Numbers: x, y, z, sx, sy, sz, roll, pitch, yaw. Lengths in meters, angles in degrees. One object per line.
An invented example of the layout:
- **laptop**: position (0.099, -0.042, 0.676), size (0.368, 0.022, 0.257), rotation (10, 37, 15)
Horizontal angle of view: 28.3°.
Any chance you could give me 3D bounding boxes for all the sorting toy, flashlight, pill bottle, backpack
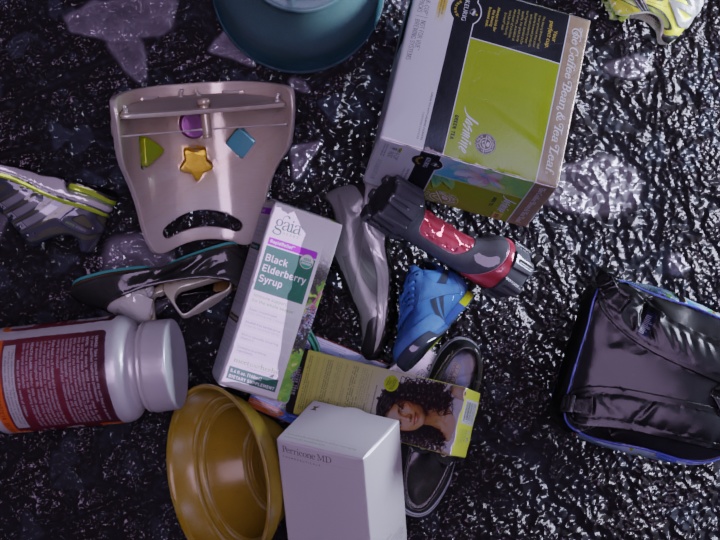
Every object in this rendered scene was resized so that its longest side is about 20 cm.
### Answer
- **sorting toy**: position (-0.177, -0.110, 1.561), size (0.198, 0.107, 0.182), rotation (-6, 106, -17)
- **flashlight**: position (0.099, -0.039, 1.550), size (0.199, 0.068, 0.068), rotation (32, 68, -29)
- **pill bottle**: position (-0.291, 0.109, 1.521), size (0.198, 0.114, 0.116), rotation (-6, 90, 8)
- **backpack**: position (0.321, 0.113, 1.559), size (0.198, 0.147, 0.185), rotation (17, 87, 0)

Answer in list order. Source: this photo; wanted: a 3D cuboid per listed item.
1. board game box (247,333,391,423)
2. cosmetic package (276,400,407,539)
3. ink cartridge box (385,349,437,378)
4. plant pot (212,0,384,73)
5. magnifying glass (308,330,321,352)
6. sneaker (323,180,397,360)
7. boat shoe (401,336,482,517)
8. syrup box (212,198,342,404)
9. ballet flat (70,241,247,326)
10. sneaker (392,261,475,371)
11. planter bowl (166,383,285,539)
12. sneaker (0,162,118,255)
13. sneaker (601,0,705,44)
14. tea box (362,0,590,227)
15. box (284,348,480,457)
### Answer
- **board game box**: position (-0.018, 0.140, 1.601), size (0.198, 0.019, 0.104), rotation (22, 87, -3)
- **cosmetic package**: position (-0.016, 0.248, 1.483), size (0.107, 0.085, 0.202), rotation (8, 119, 28)
- **ink cartridge box**: position (0.023, 0.176, 1.575), size (0.199, 0.039, 0.100), rotation (-38, 93, -5)
- **plant pot**: position (-0.063, -0.324, 1.520), size (0.198, 0.188, 0.202), rotation (0, 89, -4)
- **magnifying glass**: position (-0.088, 0.041, 1.576), size (0.079, 0.022, 0.202), rotation (-6, 90, -4)
- **sneaker**: position (0.000, 0.000, 1.584), size (0.078, 0.074, 0.202), rotation (-6, 83, 6)
- **boat shoe**: position (0.082, 0.168, 1.533), size (0.068, 0.057, 0.202), rotation (17, 87, -4)
- **syrup box**: position (-0.090, 0.031, 1.523), size (0.078, 0.081, 0.202), rotation (17, 91, -12)
- **ballet flat**: position (-0.217, 0.022, 1.561), size (0.198, 0.068, 0.069), rotation (-14, 70, -3)
- **sneaker**: position (0.061, 0.044, 1.529), size (0.078, 0.200, 0.066), rotation (45, 117, 0)
- **planter bowl**: position (-0.124, 0.217, 1.539), size (0.083, 0.199, 0.203), rotation (-7, 90, -38)
- **sneaker**: position (-0.369, -0.071, 1.557), size (0.198, 0.074, 0.082), rotation (14, 91, -2)
- **sneaker**: position (0.290, -0.327, 1.600), size (0.199, 0.075, 0.077), rotation (28, 87, -1)
- **tea box**: position (0.124, -0.180, 1.533), size (0.195, 0.134, 0.202), rotation (16, 72, -3)
- **box**: position (0.022, 0.139, 1.506), size (0.198, 0.050, 0.076), rotation (10, 84, 26)
